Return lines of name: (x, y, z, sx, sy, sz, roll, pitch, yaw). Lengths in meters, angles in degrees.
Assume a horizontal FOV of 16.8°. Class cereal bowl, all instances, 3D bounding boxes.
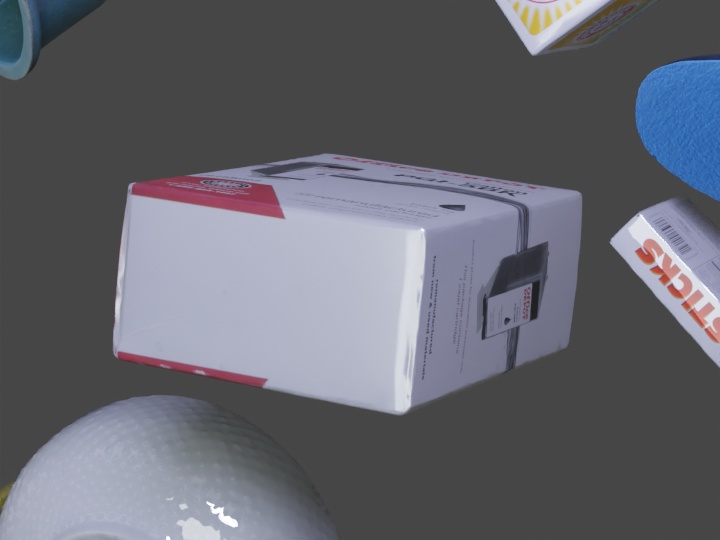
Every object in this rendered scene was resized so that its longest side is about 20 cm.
cereal bowl: (-0.110, 0.169, 1.264, 0.200, 0.083, 0.200, 4, 101, 23)

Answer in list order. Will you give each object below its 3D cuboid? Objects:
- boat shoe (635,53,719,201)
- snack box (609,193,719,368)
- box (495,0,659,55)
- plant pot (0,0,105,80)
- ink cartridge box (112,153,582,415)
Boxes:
boat shoe: (0.223, -0.054, 1.079, 0.200, 0.069, 0.084, 17, 115, 22)
snack box: (0.196, 0.050, 1.105, 0.024, 0.072, 0.200, -44, 80, 23)
box: (0.082, -0.209, 1.094, 0.112, 0.101, 0.200, -36, 83, 26)
plant pot: (-0.115, -0.216, 1.048, 0.196, 0.200, 0.200, -32, 84, -17)
ink cartridge box: (0.000, 0.000, 1.117, 0.147, 0.200, 0.083, 9, 100, 23)
